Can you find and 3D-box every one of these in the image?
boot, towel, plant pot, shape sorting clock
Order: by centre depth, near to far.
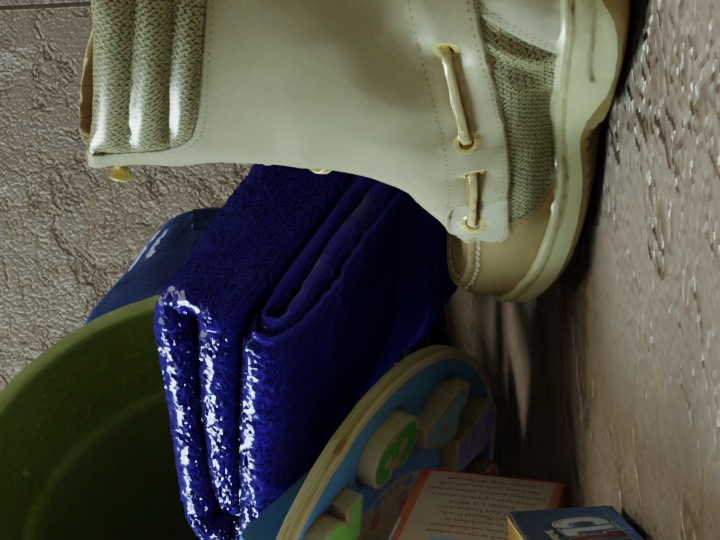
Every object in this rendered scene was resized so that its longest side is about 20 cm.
[{"bbox_3d":[-0.007,-0.047,0.645,0.200,0.155,0.073,95,171,-66],"label":"boot"},{"bbox_3d":[0.000,0.000,0.776,0.200,0.050,0.148,-53,-29,-38],"label":"towel"},{"bbox_3d":[0.004,0.124,0.785,0.200,0.039,0.200,-44,-34,-40],"label":"shape sorting clock"},{"bbox_3d":[-0.060,0.143,0.988,0.200,0.200,0.190,-97,-11,-47],"label":"plant pot"}]

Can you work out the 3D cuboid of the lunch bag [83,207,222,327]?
[{"bbox_3d":[-0.044,0.078,1.118,0.136,0.200,0.132,-51,27,30],"label":"lunch bag"}]

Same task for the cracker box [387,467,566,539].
[{"bbox_3d":[0.023,0.170,0.686,0.200,0.058,0.134,-57,-31,-63],"label":"cracker box"}]

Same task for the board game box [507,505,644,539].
[{"bbox_3d":[0.071,0.147,0.555,0.200,0.035,0.136,-125,32,-83],"label":"board game box"}]

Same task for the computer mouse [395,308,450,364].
[{"bbox_3d":[0.024,-0.027,0.975,0.200,0.053,0.139,-101,3,-72],"label":"computer mouse"}]

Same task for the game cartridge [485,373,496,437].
[{"bbox_3d":[0.014,0.147,0.912,0.130,0.038,0.200,-53,-26,-37],"label":"game cartridge"}]
